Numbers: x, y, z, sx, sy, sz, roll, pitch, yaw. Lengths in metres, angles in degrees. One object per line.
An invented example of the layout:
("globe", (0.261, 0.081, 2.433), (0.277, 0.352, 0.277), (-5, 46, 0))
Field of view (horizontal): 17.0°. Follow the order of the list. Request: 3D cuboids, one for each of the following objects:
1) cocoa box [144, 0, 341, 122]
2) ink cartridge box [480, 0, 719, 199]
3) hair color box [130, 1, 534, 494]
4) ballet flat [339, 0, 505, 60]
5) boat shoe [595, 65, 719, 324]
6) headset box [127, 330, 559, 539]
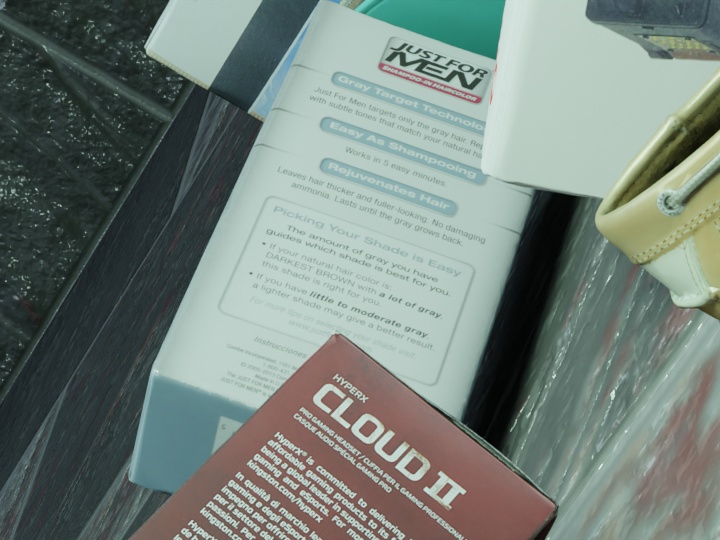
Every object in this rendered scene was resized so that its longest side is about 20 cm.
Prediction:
("cocoa box", (0.015, -0.160, 1.061), (0.200, 0.131, 0.134), (-52, 10, 48))
("ink cartridge box", (0.094, -0.136, 0.671), (0.145, 0.084, 0.201), (-77, -2, -52))
("hair color box", (0.000, 0.000, 0.844), (0.061, 0.099, 0.200), (107, -177, -46))
("ballet flat", (0.073, -0.120, 0.892), (0.200, 0.072, 0.072), (-16, 40, 45))
("boat shoe", (0.126, -0.075, 0.553), (0.200, 0.076, 0.072), (-58, 9, 12))
("headset box", (-0.039, 0.121, 0.605), (0.200, 0.077, 0.149), (-46, -13, -30))
